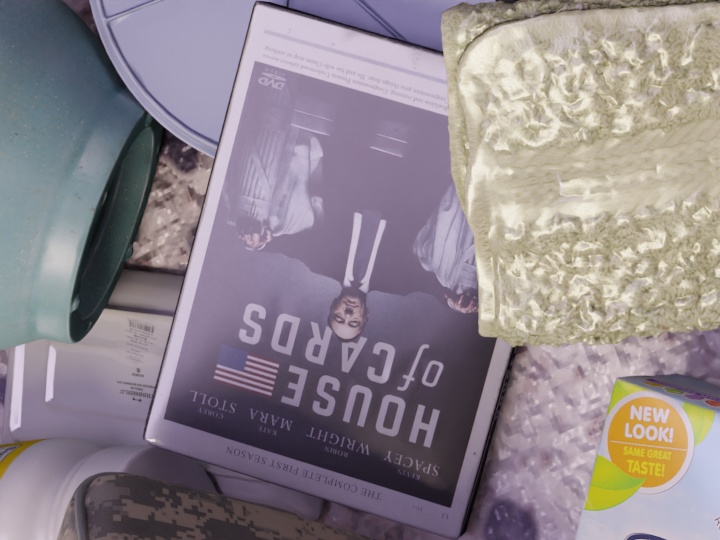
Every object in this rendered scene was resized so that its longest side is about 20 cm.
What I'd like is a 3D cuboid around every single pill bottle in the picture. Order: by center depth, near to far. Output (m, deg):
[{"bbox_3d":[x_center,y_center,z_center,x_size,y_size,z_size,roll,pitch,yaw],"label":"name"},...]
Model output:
[{"bbox_3d":[-0.167,0.140,1.071,0.199,0.114,0.115,-9,84,33],"label":"pill bottle"}]

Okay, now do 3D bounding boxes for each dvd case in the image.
[{"bbox_3d":[0.000,0.000,0.983,0.149,0.025,0.202,16,98,8],"label":"dvd case"}]

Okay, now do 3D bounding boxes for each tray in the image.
[{"bbox_3d":[-0.100,0.055,1.084,0.199,0.022,0.108,6,92,33],"label":"tray"}]

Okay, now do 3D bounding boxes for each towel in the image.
[{"bbox_3d":[0.133,-0.043,0.859,0.198,0.037,0.150,-7,113,10],"label":"towel"}]

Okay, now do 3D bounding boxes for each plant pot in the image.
[{"bbox_3d":[-0.171,-0.043,1.048,0.133,0.200,0.202,20,101,4],"label":"plant pot"}]

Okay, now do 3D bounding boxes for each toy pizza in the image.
[{"bbox_3d":[-0.025,-0.143,1.007,0.198,0.032,0.202,0,93,11],"label":"toy pizza"}]

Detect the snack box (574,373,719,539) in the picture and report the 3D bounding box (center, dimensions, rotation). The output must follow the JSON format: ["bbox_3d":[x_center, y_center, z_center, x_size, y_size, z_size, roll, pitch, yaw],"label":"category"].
[{"bbox_3d":[0.158,0.159,0.884,0.168,0.067,0.202,17,97,31],"label":"snack box"}]

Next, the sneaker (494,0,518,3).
[{"bbox_3d":[0.080,-0.091,0.897,0.074,0.106,0.202,3,84,2],"label":"sneaker"}]

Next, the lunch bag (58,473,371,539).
[{"bbox_3d":[-0.049,0.201,0.935,0.140,0.198,0.169,-109,37,-62],"label":"lunch bag"}]
